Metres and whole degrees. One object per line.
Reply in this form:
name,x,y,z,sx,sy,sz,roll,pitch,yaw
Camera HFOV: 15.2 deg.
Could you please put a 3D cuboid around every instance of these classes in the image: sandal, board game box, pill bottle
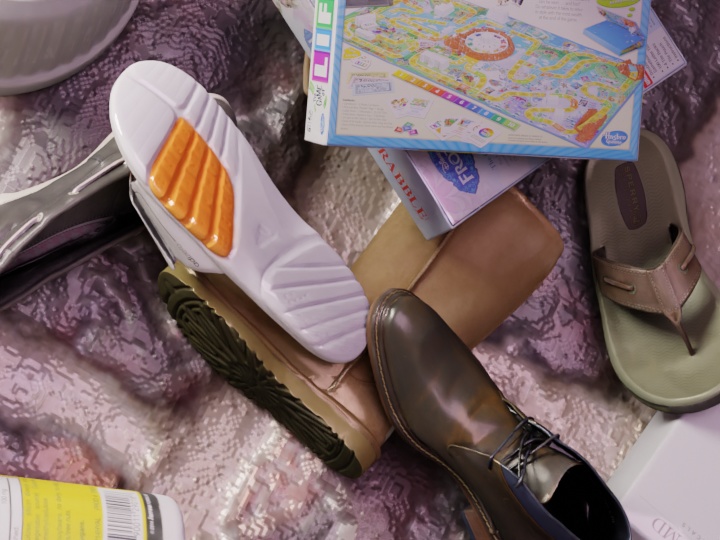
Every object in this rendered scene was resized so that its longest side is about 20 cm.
sandal,0.171,-0.002,1.627,0.079,0.057,0.202,-22,60,11
board game box,0.070,-0.134,1.541,0.199,0.034,0.136,2,97,-23
sandal,-0.080,-0.021,1.519,0.207,0.059,0.079,51,46,-11
pill bottle,-0.201,0.165,1.458,0.199,0.111,0.112,9,72,-14
board game box,0.065,-0.154,1.607,0.199,0.041,0.201,-34,92,-25

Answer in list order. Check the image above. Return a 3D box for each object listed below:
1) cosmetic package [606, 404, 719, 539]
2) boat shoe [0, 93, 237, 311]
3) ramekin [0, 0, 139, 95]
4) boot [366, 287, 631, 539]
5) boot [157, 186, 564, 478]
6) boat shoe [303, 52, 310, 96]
cosmetic package,0.230,0.108,1.635,0.101,0.071,0.200,39,67,-4
boat shoe,-0.149,-0.033,1.551,0.199,0.067,0.057,-28,52,-16
ramekin,-0.212,-0.212,1.569,0.199,0.105,0.202,5,72,-16
boot,0.083,0.091,1.541,0.075,0.097,0.201,-47,116,-31
boot,0.000,0.000,1.602,0.175,0.066,0.200,44,65,-7
boat shoe,-0.008,-0.200,1.649,0.064,0.071,0.202,3,75,-19
